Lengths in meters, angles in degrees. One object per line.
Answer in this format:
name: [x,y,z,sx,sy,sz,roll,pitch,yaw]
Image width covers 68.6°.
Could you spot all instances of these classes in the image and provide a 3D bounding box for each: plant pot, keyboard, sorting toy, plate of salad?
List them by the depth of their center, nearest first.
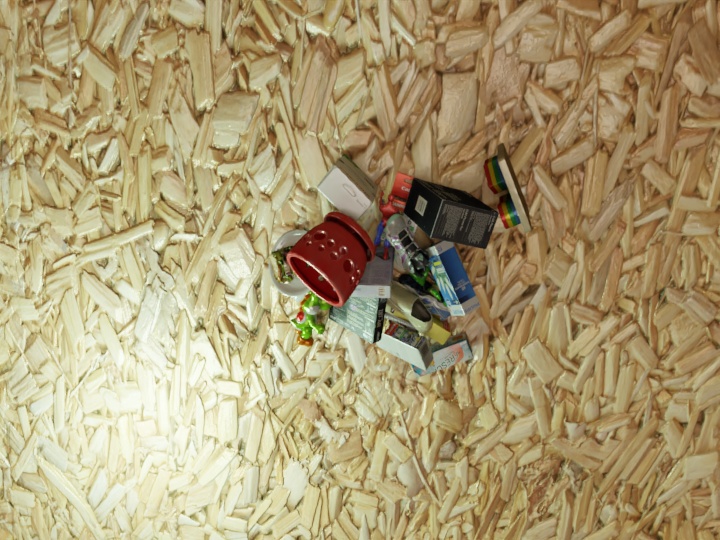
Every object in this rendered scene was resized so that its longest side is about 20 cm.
plant pot: [-0.069,-0.039,1.395,0.200,0.200,0.184,42,72,-8]
sorting toy: [0.390,-0.217,1.421,0.068,0.200,0.204,-20,106,22]
plate of salad: [-0.202,-0.024,1.598,0.194,0.048,0.208,-4,80,24]
keyboard: [0.087,0.144,1.630,0.195,0.057,0.011,25,71,17]

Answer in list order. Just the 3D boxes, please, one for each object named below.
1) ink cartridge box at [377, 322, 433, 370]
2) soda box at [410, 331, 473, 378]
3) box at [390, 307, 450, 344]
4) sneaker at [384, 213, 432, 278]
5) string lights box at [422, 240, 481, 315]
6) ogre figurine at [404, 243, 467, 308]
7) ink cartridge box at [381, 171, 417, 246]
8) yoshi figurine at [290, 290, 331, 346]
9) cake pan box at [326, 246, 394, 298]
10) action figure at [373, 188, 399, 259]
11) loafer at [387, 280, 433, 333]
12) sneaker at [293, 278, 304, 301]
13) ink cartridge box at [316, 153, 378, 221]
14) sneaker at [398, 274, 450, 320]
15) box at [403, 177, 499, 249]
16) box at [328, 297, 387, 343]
ink cartridge box: [0.124,0.221,1.627,0.196,0.051,0.111,22,149,39]
soda box: [0.254,0.267,1.667,0.195,0.069,0.065,-24,102,14]
box: [0.186,0.147,1.635,0.197,0.076,0.051,33,110,-4]
sneaker: [0.144,-0.058,1.452,0.077,0.139,0.202,-40,139,-11]
string lights box: [0.250,0.019,1.457,0.058,0.103,0.205,-25,91,-13]
ogre figurine: [0.225,0.004,1.559,0.120,0.199,0.098,-47,141,-4]
ink cartridge box: [0.124,-0.171,1.545,0.106,0.051,0.206,17,111,1]
yoshi figurine: [-0.139,0.136,1.645,0.110,0.112,0.204,30,125,13]
cake pan box: [0.000,0.000,1.548,0.192,0.187,0.054,1,127,5]
action figure: [0.074,-0.144,1.509,0.063,0.101,0.204,12,132,2]
loafer: [0.143,0.095,1.554,0.199,0.076,0.069,41,152,4]
sneaker: [-0.162,0.009,1.631,0.070,0.073,0.201,37,109,-10]
ink cartridge box: [-0.032,-0.230,1.464,0.146,0.201,0.084,43,110,-9]
sneaker: [0.196,0.084,1.610,0.196,0.076,0.078,32,128,8]
box: [0.240,-0.155,1.428,0.176,0.201,0.107,9,112,-22]
box: [-0.011,0.105,1.603,0.197,0.043,0.166,24,115,39]
